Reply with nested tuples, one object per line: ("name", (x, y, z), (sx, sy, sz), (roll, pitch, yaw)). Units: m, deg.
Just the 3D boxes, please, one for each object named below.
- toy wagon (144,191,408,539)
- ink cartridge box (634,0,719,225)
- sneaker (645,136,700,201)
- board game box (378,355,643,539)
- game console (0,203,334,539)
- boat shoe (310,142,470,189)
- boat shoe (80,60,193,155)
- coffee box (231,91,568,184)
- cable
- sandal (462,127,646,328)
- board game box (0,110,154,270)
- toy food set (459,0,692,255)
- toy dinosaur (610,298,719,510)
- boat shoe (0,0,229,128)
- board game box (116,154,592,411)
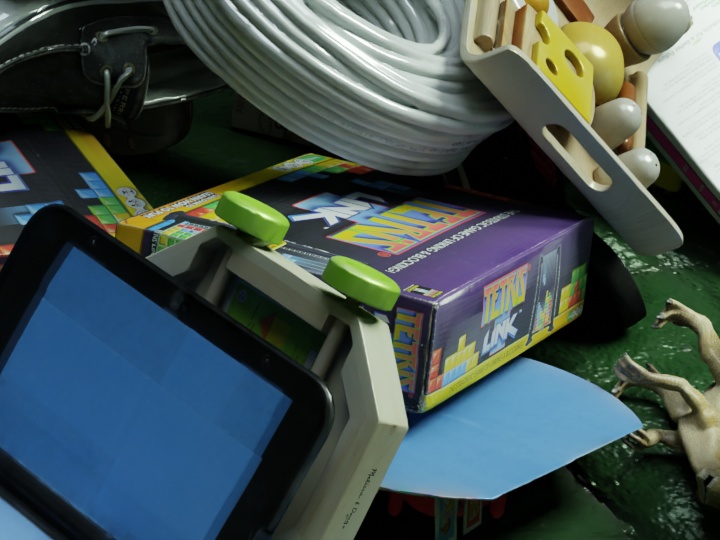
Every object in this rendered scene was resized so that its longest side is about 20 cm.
("toy wagon", (-0.068, 0.046, 1.058), (0.200, 0.156, 0.040), (32, 9, 37))
("ink cartridge box", (0.229, -0.070, 1.381), (0.095, 0.037, 0.200), (-34, 74, -16))
("sneaker", (0.154, -0.120, 1.487), (0.200, 0.085, 0.078), (29, 33, 33))
("board game box", (0.028, 0.081, 1.131), (0.158, 0.039, 0.200), (18, 20, 32))
("game console", (-0.140, 0.078, 1.011), (0.170, 0.119, 0.200), (-19, 38, -41))
("boat shoe", (-0.006, -0.083, 1.328), (0.068, 0.072, 0.200), (15, 43, -62))
("boat shoe", (-0.167, -0.127, 1.424), (0.200, 0.076, 0.072), (29, 32, 30))
("coffee box", (0.035, -0.123, 1.430), (0.199, 0.113, 0.080), (14, 29, 12))
("cable", (-0.007, -0.132, 1.254), (0.200, 0.069, 0.200), (-7, 55, -51))
("sandal", (0.097, -0.041, 1.336), (0.045, 0.075, 0.200), (-40, 53, -9))
("board game box", (-0.209, -0.034, 1.260), (0.165, 0.057, 0.200), (-6, 32, -28))
("toy food set", (0.122, -0.118, 1.269), (0.144, 0.060, 0.200), (45, 31, -25))
("toy dinosaur", (0.179, 0.065, 1.210), (0.101, 0.058, 0.200), (34, 36, 12))
("boat shoe", (-0.134, -0.113, 1.298), (0.200, 0.072, 0.071), (-21, 63, -39))
("board game box", (0.000, 0.000, 1.188), (0.165, 0.057, 0.200), (12, 17, 23))
